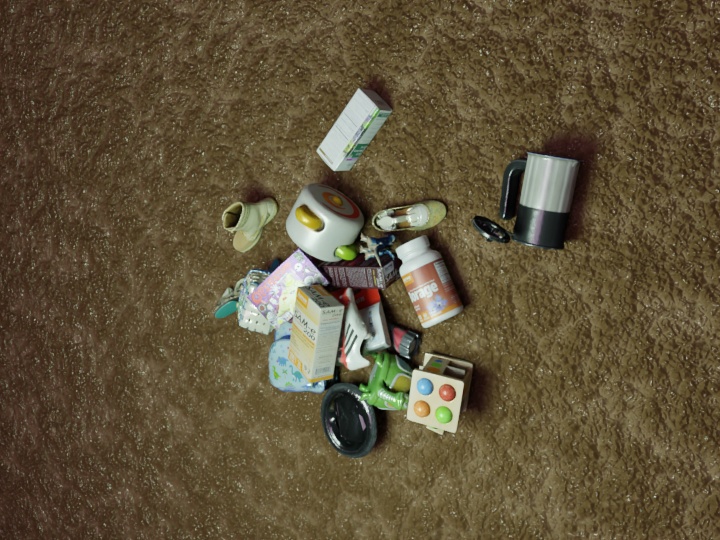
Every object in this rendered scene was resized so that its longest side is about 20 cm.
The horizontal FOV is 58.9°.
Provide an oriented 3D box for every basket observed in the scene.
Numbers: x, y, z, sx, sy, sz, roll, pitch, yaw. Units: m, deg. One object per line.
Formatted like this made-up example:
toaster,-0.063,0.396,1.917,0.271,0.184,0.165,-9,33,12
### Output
basket,-0.267,0.072,1.774,0.136,0.200,0.180,17,105,-1

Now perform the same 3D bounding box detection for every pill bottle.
pill bottle,0.161,0.025,1.539,0.111,0.111,0.204,-27,83,32

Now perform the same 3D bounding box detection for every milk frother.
milk frother,0.347,-0.151,1.342,0.178,0.198,0.193,16,106,33

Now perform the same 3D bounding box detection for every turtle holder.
turtle holder,0.080,0.280,1.600,0.129,0.186,0.144,22,71,-6

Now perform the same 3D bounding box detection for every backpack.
backpack,-0.160,0.230,1.757,0.179,0.146,0.205,-1,92,28

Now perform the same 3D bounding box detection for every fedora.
fedora,-0.015,0.395,1.723,0.197,0.091,0.206,6,101,31

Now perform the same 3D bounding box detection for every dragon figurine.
dragon figurine,0.057,-0.057,1.552,0.097,0.200,0.060,0,101,-14

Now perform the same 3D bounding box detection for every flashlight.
flashlight,0.060,0.162,1.657,0.197,0.068,0.068,20,152,31

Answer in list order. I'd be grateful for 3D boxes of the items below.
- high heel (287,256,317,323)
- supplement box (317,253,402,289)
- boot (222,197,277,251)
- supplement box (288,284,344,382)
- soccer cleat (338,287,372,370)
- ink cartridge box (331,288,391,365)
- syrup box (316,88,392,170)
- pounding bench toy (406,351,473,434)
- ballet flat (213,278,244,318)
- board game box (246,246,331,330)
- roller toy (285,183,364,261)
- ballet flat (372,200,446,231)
high heel,-0.129,0.056,1.720,0.094,0.067,0.204,2,70,34
supplement box,0.000,0.000,1.636,0.196,0.108,0.062,1,110,33
boot,-0.338,-0.124,1.804,0.200,0.154,0.073,-45,75,29
supplement box,-0.113,0.154,1.573,0.126,0.072,0.205,35,122,49
soccer cleat,-0.010,0.143,1.575,0.083,0.069,0.205,-5,74,15
ink cartridge box,-0.017,0.124,1.646,0.157,0.047,0.204,-22,64,19
syrup box,-0.017,-0.352,1.609,0.082,0.078,0.201,47,119,16
pounding bench toy,0.186,0.327,1.534,0.121,0.156,0.205,11,105,17
ballet flat,-0.368,0.073,1.919,0.198,0.067,0.077,-29,61,27
board game box,-0.184,0.048,1.636,0.199,0.032,0.120,-41,92,17
roller toy,-0.089,-0.129,1.628,0.141,0.197,0.184,-57,27,24
ballet flat,0.114,-0.130,1.571,0.196,0.070,0.073,-5,95,32
